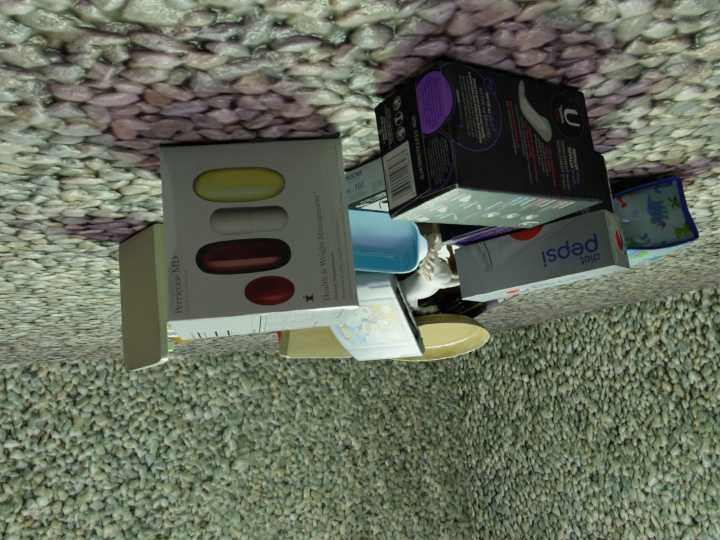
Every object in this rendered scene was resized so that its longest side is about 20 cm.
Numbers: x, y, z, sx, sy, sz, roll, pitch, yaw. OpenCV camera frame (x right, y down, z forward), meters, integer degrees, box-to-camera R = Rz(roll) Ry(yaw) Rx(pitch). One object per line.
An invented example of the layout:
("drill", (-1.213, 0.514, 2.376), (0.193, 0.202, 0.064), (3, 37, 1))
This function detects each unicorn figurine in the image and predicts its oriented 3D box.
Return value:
("unicorn figurine", (0.108, 0.010, 1.167), (0.137, 0.074, 0.200), (17, 124, -43))

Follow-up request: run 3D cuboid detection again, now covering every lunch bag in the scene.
("lunch bag", (0.393, -0.062, 1.182), (0.198, 0.129, 0.170), (-16, 170, -3))

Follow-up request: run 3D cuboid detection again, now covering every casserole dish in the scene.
("casserole dish", (-0.001, -0.053, 1.059), (0.198, 0.039, 0.122), (5, 139, 9))

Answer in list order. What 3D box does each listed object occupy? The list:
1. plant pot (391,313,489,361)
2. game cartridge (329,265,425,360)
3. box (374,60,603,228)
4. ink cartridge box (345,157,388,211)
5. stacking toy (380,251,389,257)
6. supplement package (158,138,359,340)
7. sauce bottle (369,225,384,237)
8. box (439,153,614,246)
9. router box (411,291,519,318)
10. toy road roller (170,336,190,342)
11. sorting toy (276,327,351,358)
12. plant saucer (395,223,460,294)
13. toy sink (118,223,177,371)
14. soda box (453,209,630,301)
("plant pot", (0.124, 0.115, 1.303), (0.198, 0.028, 0.200), (-5, 157, -2))
("game cartridge", (0.014, 0.073, 1.179), (0.132, 0.042, 0.201), (-10, 134, 17))
("box", (0.128, -0.116, 0.740), (0.198, 0.124, 0.106), (1, 167, -34))
("ink cartridge box", (0.076, -0.120, 0.902), (0.093, 0.045, 0.199), (1, 167, -43))
("stacking toy", (0.000, 0.000, 1.195), (0.145, 0.148, 0.200), (-1, 165, -25))
("supplement package", (-0.117, -0.032, 0.850), (0.198, 0.193, 0.147), (-5, 169, -10))
("sauce bottle", (-0.039, -0.049, 1.153), (0.199, 0.067, 0.066), (-12, 168, 38))
("box", (0.214, -0.093, 0.968), (0.199, 0.105, 0.147), (4, 165, -42))
("router box", (0.193, 0.031, 1.393), (0.199, 0.062, 0.150), (-29, -160, 22))
("toy road roller", (-0.269, 0.043, 1.285), (0.198, 0.148, 0.123), (-5, 170, -6))
("sorting toy", (-0.085, 0.052, 1.343), (0.069, 0.201, 0.199), (6, 178, 33))
("plant saucer", (0.123, -0.019, 1.223), (0.198, 0.037, 0.201), (6, 140, 5))
("toy sink", (-0.286, 0.045, 1.138), (0.111, 0.202, 0.130), (3, 165, -40))
("soda box", (0.217, -0.015, 0.911), (0.199, 0.069, 0.063), (-15, 168, 35))
